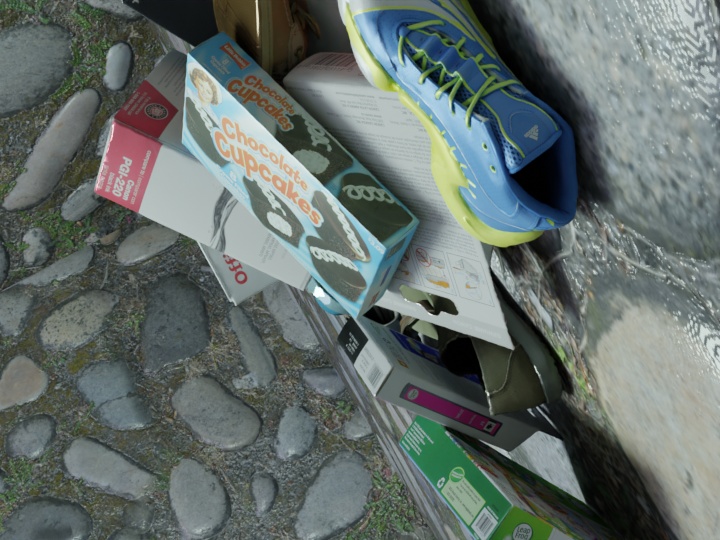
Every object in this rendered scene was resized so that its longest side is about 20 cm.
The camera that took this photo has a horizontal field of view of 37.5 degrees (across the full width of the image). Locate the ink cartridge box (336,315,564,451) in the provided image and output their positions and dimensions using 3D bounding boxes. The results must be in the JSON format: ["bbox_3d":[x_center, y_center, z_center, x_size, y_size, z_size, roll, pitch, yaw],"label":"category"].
[{"bbox_3d":[0.079,0.103,0.918,0.199,0.037,0.095,23,-165,-30],"label":"ink cartridge box"}]

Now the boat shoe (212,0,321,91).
[{"bbox_3d":[-0.065,-0.166,0.797,0.073,0.062,0.200,57,164,22],"label":"boat shoe"}]

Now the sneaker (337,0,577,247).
[{"bbox_3d":[0.065,-0.103,0.583,0.200,0.076,0.105,57,162,-18],"label":"sneaker"}]

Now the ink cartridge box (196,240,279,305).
[{"bbox_3d":[-0.080,-0.080,1.082,0.146,0.199,0.084,63,172,-14],"label":"ink cartridge box"}]

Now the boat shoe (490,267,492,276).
[{"bbox_3d":[0.033,-0.048,0.846,0.200,0.069,0.057,52,-172,32],"label":"boat shoe"}]

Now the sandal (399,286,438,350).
[{"bbox_3d":[0.072,0.060,1.113,0.080,0.057,0.201,64,172,-18],"label":"sandal"}]

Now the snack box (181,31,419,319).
[{"bbox_3d":[-0.050,-0.066,0.770,0.200,0.037,0.116,45,153,12],"label":"snack box"}]

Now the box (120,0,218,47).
[{"bbox_3d":[-0.127,-0.241,0.953,0.200,0.079,0.141,27,-162,-37],"label":"box"}]

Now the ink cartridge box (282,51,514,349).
[{"bbox_3d":[0.038,-0.052,0.745,0.161,0.050,0.201,17,138,49],"label":"ink cartridge box"}]

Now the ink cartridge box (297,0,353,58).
[{"bbox_3d":[-0.013,-0.168,0.785,0.200,0.050,0.163,59,173,43],"label":"ink cartridge box"}]

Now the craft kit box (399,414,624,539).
[{"bbox_3d":[0.146,0.205,0.860,0.197,0.049,0.200,35,-178,-21],"label":"craft kit box"}]

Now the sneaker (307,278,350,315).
[{"bbox_3d":[0.000,0.000,0.945,0.079,0.131,0.200,29,-162,-4],"label":"sneaker"}]

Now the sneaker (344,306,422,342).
[{"bbox_3d":[0.035,0.096,1.359,0.146,0.077,0.202,51,164,-6],"label":"sneaker"}]

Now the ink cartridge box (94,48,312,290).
[{"bbox_3d":[-0.106,-0.090,0.917,0.146,0.199,0.085,-70,6,-53],"label":"ink cartridge box"}]

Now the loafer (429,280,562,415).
[{"bbox_3d":[0.090,0.045,0.890,0.200,0.069,0.075,54,169,47],"label":"loafer"}]
